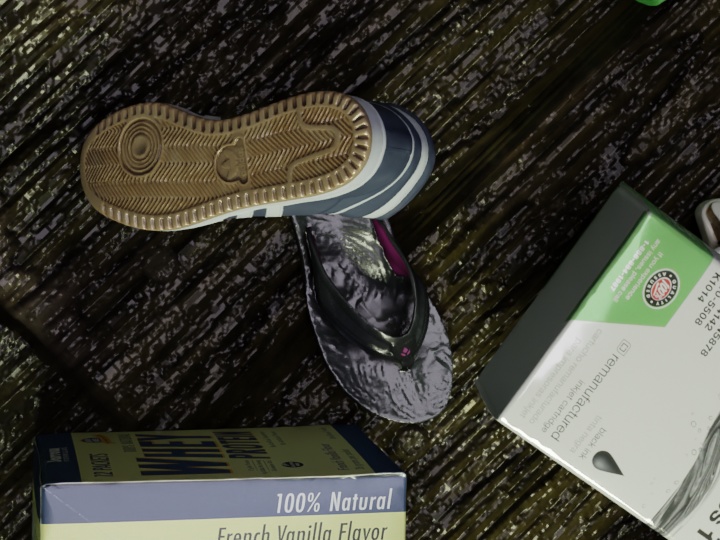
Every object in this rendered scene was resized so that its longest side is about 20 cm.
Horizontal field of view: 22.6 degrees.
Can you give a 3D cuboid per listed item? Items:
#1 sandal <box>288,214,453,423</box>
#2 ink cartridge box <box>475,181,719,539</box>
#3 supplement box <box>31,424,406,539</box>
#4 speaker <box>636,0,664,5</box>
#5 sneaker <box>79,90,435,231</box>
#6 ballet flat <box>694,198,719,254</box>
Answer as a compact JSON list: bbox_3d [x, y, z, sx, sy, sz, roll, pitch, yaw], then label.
[{"bbox_3d":[-0.001,0.000,1.045,0.075,0.048,0.202,-23,99,-9],"label":"sandal"},{"bbox_3d":[0.189,0.070,1.021,0.199,0.084,0.147,34,98,-12],"label":"ink cartridge box"},{"bbox_3d":[-0.084,0.199,1.004,0.197,0.134,0.202,-1,96,-12],"label":"supplement box"},{"bbox_3d":[0.211,-0.252,1.046,0.088,0.088,0.200,43,86,-13],"label":"speaker"},{"bbox_3d":[-0.054,-0.059,1.004,0.198,0.108,0.071,-4,88,32],"label":"sneaker"},{"bbox_3d":[0.203,-0.009,1.082,0.199,0.067,0.063,-29,91,-8],"label":"ballet flat"}]
